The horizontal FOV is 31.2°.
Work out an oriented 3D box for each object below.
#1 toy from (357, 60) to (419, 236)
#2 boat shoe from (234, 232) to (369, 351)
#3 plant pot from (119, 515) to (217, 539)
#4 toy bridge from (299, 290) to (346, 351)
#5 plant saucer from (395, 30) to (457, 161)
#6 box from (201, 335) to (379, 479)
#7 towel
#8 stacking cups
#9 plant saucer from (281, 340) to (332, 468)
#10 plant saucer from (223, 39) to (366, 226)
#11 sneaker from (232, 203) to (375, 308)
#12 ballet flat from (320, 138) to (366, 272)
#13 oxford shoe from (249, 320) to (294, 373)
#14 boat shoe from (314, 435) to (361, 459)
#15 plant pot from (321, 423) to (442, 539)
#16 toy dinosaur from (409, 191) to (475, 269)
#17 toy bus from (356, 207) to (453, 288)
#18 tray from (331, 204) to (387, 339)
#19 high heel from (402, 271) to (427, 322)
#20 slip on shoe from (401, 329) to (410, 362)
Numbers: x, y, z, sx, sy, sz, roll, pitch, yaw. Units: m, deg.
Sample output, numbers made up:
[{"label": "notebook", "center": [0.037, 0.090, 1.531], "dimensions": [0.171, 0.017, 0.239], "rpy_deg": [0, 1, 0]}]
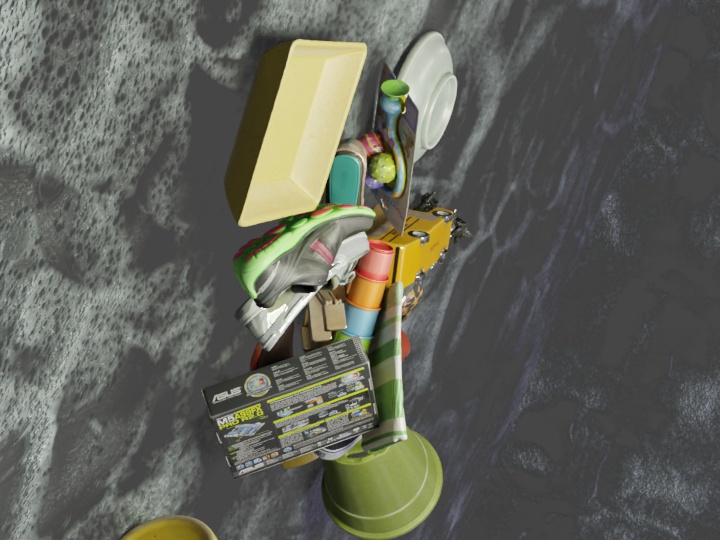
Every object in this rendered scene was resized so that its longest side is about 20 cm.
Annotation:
[{"label": "toy", "center": [0.026, -0.152, 1.640], "dimensions": [0.047, 0.115, 0.201], "rpy_deg": [-9, 134, -22]}, {"label": "boat shoe", "center": [-0.060, 0.020, 1.540], "dimensions": [0.202, 0.065, 0.074], "rpy_deg": [-36, 177, -34]}, {"label": "plant pot", "center": [-0.209, 0.394, 1.486], "dimensions": [0.201, 0.200, 0.190], "rpy_deg": [-50, 140, -40]}, {"label": "toy bridge", "center": [-0.053, 0.058, 1.646], "dimensions": [0.200, 0.027, 0.068], "rpy_deg": [137, -54, -74]}, {"label": "plant saucer", "center": [0.089, -0.222, 1.750], "dimensions": [0.200, 0.050, 0.201], "rpy_deg": [-58, 160, -35]}, {"label": "box", "center": [-0.081, 0.169, 1.573], "dimensions": [0.199, 0.044, 0.161], "rpy_deg": [-19, 144, -6]}, {"label": "towel", "center": [0.031, 0.129, 1.673], "dimensions": [0.153, 0.023, 0.201], "rpy_deg": [139, -46, -69]}, {"label": "stacking cups", "center": [-0.006, 0.058, 1.661], "dimensions": [0.060, 0.060, 0.201], "rpy_deg": [-26, 132, -64]}, {"label": "plant saucer", "center": [-0.050, 0.172, 1.843], "dimensions": [0.200, 0.048, 0.200], "rpy_deg": [-57, 160, -28]}, {"label": "plant saucer", "center": [-0.077, -0.156, 1.380], "dimensions": [0.200, 0.048, 0.201], "rpy_deg": [-21, 132, -67]}, {"label": "sneaker", "center": [-0.062, -0.020, 1.487], "dimensions": [0.200, 0.077, 0.084], "rpy_deg": [-31, 113, -32]}, {"label": "ballet flat", "center": [-0.022, -0.076, 1.618], "dimensions": [0.067, 0.068, 0.201], "rpy_deg": [-82, -175, -57]}, {"label": "oxford shoe", "center": [-0.098, 0.137, 1.643], "dimensions": [0.071, 0.072, 0.201], "rpy_deg": [-43, 151, -48]}, {"label": "boat shoe", "center": [0.001, 0.183, 1.782], "dimensions": [0.199, 0.074, 0.068], "rpy_deg": [-31, 156, -47]}, {"label": "plant pot", "center": [0.013, 0.285, 1.993], "dimensions": [0.200, 0.199, 0.190], "rpy_deg": [-58, 150, -25]}, {"label": "toy dinosaur", "center": [0.092, -0.040, 1.951], "dimensions": [0.136, 0.102, 0.200], "rpy_deg": [-46, 180, -9]}, {"label": "toy bus", "center": [0.065, -0.035, 1.752], "dimensions": [0.200, 0.078, 0.065], "rpy_deg": [-40, 139, -63]}, {"label": "tray", "center": [0.000, 0.000, 1.764], "dimensions": [0.200, 0.037, 0.099], "rpy_deg": [-53, 151, -51]}, {"label": "high heel", "center": [0.036, 0.061, 1.887], "dimensions": [0.200, 0.071, 0.143], "rpy_deg": [-56, -179, 39]}, {"label": "slip on shoe", "center": [0.041, 0.103, 1.837], "dimensions": [0.200, 0.061, 0.074], "rpy_deg": [107, -30, -80]}]
